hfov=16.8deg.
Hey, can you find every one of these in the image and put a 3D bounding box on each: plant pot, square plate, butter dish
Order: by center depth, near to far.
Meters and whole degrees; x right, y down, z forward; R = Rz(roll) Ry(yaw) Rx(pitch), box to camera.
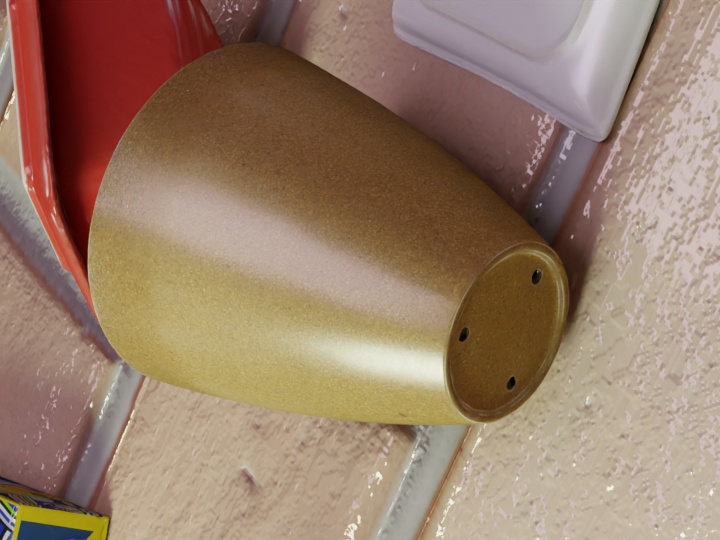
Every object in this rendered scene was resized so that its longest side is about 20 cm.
[{"bbox_3d":[0.000,0.000,1.218,0.200,0.186,0.187,22,99,38],"label":"plant pot"},{"bbox_3d":[0.093,-0.189,1.240,0.198,0.028,0.200,34,109,51],"label":"square plate"},{"bbox_3d":[-0.117,-0.091,1.411,0.200,0.148,0.200,79,-178,-67],"label":"butter dish"}]

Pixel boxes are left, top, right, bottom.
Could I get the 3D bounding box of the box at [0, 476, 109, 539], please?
[{"bbox_3d":[-0.245,0.166,1.568,0.200,0.070,0.064,9,87,53],"label":"box"}]
